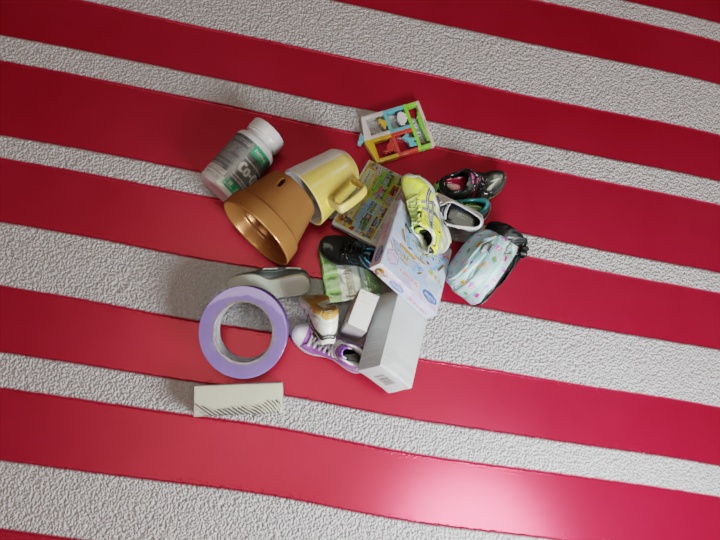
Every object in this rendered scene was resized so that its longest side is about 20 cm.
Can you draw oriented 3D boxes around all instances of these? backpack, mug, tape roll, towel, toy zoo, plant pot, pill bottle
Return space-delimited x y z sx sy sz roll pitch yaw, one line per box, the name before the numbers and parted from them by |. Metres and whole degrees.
backpack | 0.298 -0.019 1.445 0.126 0.167 0.201 37 91 -3
mug | -0.073 -0.203 1.444 0.152 0.150 0.187 -37 77 -22
tape roll | -0.261 0.136 1.349 0.195 0.085 0.206 0 90 -5
towel | 0.000 0.000 1.466 0.195 0.031 0.153 -8 76 -6
toy zoo | 0.083 -0.356 1.556 0.196 0.020 0.134 -19 81 -10
plant pot | -0.201 -0.134 1.384 0.199 0.200 0.141 39 71 3
pill bottle | -0.284 -0.265 1.441 0.112 0.113 0.201 37 76 2

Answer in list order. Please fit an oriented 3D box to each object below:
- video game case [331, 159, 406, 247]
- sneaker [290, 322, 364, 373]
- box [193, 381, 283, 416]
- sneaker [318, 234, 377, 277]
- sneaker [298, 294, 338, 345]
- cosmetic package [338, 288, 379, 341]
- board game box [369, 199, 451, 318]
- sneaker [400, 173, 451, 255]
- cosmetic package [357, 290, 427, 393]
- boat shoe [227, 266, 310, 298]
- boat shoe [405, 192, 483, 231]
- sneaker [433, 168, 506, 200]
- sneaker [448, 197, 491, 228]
video game case | 0.052 -0.156 1.488 0.179 0.023 0.203 27 74 10
sneaker | -0.068 0.171 1.372 0.197 0.114 0.074 23 77 0
box | -0.271 0.289 1.337 0.195 0.082 0.070 -2 78 -6
sneaker | -0.004 -0.044 1.419 0.195 0.082 0.075 17 75 0
sneaker | -0.098 0.110 1.352 0.074 0.200 0.090 -3 102 -12
cosmetic package | -0.007 0.105 1.348 0.050 0.200 0.084 20 75 -3
board game box | 0.123 -0.027 1.395 0.199 0.041 0.202 41 48 -24
sneaker | 0.146 -0.131 1.379 0.076 0.075 0.203 -25 89 -47
cosmetic package | 0.078 0.159 1.362 0.112 0.080 0.203 39 51 -27
boat shoe | -0.216 0.027 1.422 0.195 0.062 0.074 -3 119 2
boat shoe | 0.202 -0.147 1.426 0.195 0.065 0.075 15 95 8
sneaker | 0.285 -0.219 1.517 0.195 0.084 0.079 -12 79 -9
sneaker | 0.230 -0.151 1.494 0.195 0.080 0.079 -11 77 0
